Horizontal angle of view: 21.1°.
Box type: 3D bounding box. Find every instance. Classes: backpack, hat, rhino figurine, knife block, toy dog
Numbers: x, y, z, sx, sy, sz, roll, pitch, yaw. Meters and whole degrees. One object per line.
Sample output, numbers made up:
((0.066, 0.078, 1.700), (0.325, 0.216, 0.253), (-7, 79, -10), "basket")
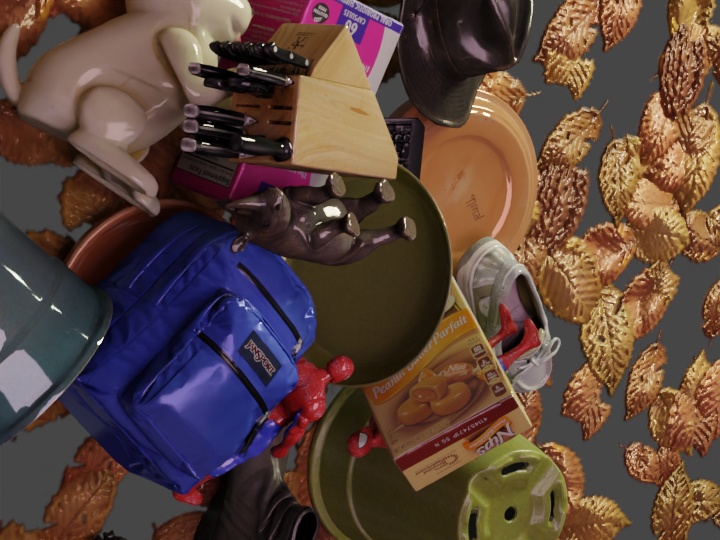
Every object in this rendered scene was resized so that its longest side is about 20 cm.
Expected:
((-0.128, 0.063, 1.559), (0.200, 0.168, 0.163), (-50, 130, -21), "backpack")
((0.105, -0.226, 1.692), (0.201, 0.081, 0.201), (-4, 95, -62), "hat")
((-0.044, -0.039, 1.518), (0.200, 0.087, 0.060), (6, 67, -57), "rhino figurine")
((-0.059, -0.102, 1.489), (0.176, 0.064, 0.200), (-56, 139, -36), "knife block")
((-0.170, -0.170, 1.544), (0.194, 0.140, 0.200), (34, 81, 9), "toy dog")

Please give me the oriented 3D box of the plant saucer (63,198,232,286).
((-0.179, 0.035, 1.639), (0.200, 0.037, 0.200), (-10, 108, -33), "plant saucer")

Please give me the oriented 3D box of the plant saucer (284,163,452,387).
((0.000, 0.000, 1.651), (0.031, 0.200, 0.200), (3, 102, -56), "plant saucer")

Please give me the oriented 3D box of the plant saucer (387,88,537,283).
((0.086, -0.071, 1.792), (0.200, 0.032, 0.200), (-10, 109, -32), "plant saucer")

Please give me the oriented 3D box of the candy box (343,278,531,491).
((0.056, 0.082, 1.669), (0.115, 0.200, 0.055), (-29, 135, 3), "candy box")

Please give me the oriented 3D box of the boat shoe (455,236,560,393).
((0.146, 0.053, 1.829), (0.074, 0.065, 0.202), (-38, 137, -19), "boat shoe")

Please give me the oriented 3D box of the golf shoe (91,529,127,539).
((-0.264, 0.301, 1.633), (0.200, 0.077, 0.088), (-21, 122, -27), "golf shoe")

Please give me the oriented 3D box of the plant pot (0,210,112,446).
((-0.325, 0.016, 1.450), (0.200, 0.200, 0.196), (-46, 116, -15), "plant pot")

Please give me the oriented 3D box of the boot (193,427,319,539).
((-0.071, 0.196, 1.696), (0.068, 0.131, 0.200), (14, 95, -36), "boot")

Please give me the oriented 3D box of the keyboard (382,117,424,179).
((0.002, -0.038, 1.717), (0.104, 0.040, 0.200), (0, 110, -13), "keyboard")

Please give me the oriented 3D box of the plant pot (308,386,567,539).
((0.086, 0.197, 1.767), (0.200, 0.190, 0.200), (-10, 109, -32), "plant pot")

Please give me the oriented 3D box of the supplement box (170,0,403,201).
((-0.063, -0.141, 1.630), (0.101, 0.103, 0.200), (22, 92, -37), "supplement box")

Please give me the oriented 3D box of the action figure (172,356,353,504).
((-0.083, 0.128, 1.647), (0.200, 0.065, 0.052), (-36, 151, 27), "action figure")

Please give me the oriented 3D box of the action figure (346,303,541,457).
((0.067, 0.102, 1.719), (0.200, 0.065, 0.052), (-38, 129, -16), "action figure")
